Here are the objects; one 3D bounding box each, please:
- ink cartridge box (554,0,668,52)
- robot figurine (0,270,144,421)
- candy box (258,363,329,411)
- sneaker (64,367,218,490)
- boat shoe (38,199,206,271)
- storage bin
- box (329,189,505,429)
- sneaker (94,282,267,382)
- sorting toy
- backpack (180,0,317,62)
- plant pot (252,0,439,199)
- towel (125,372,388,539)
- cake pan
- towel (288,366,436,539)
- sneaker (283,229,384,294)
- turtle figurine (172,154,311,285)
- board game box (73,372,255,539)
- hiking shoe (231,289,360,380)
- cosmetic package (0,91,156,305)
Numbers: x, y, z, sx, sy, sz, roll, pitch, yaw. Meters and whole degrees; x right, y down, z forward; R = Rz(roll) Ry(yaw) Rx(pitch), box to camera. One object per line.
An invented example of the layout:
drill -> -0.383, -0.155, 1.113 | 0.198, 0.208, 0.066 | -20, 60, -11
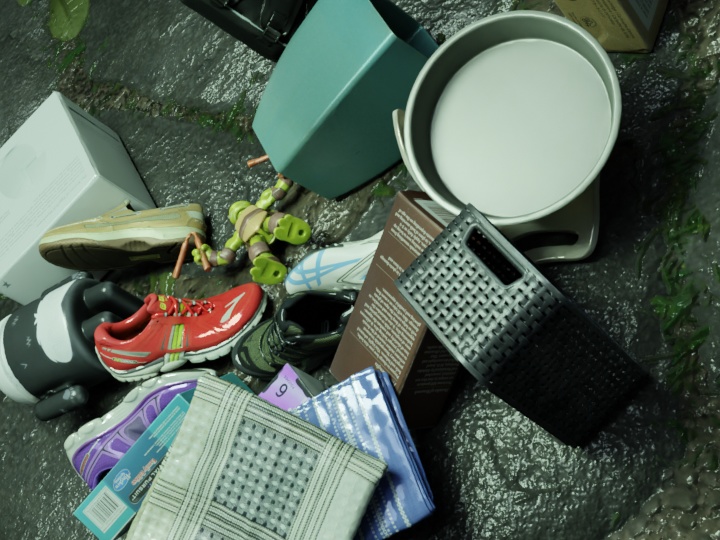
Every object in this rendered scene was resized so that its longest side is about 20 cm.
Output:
ink cartridge box -> 0.234, -0.328, 1.085 | 0.075, 0.200, 0.165 | 11, 74, 40
robot figurine -> -0.346, 0.085, 1.357 | 0.199, 0.125, 0.150 | -25, 13, 24
candy box -> -0.077, 0.222, 1.109 | 0.200, 0.071, 0.168 | -48, 48, 6
sneaker -> -0.230, 0.175, 1.266 | 0.200, 0.081, 0.084 | -36, 76, 14
boat shoe -> -0.283, -0.048, 1.376 | 0.199, 0.072, 0.077 | -2, 64, -3
storage bin -> 0.135, 0.049, 0.953 | 0.094, 0.200, 0.135 | -46, 48, 6
box -> 0.053, 0.039, 1.059 | 0.100, 0.075, 0.201 | 44, 121, 42
sneaker -> -0.199, 0.057, 1.258 | 0.199, 0.085, 0.077 | -23, 34, 2
sorting toy -> 0.150, -0.085, 1.093 | 0.199, 0.107, 0.181 | -14, 70, 20
backpack -> -0.109, -0.371, 1.383 | 0.201, 0.177, 0.150 | -62, 17, -8
plant pot -> -0.014, -0.188, 1.243 | 0.200, 0.141, 0.142 | -45, 47, 18
towel -> -0.099, 0.216, 1.000 | 0.192, 0.035, 0.201 | 26, 95, 12
cake pan -> 0.138, -0.134, 1.032 | 0.199, 0.037, 0.201 | -6, 75, 22
towel -> -0.039, 0.192, 1.033 | 0.199, 0.024, 0.145 | -30, 66, 17
sneaker -> 0.000, 0.000, 1.178 | 0.199, 0.072, 0.073 | -20, 84, 36
turtle figurine -> -0.120, -0.039, 1.286 | 0.200, 0.064, 0.161 | -46, 33, -1
board game box -> -0.184, 0.180, 1.137 | 0.047, 0.200, 0.151 | 42, 96, 5
hiking shoe -> -0.063, 0.055, 1.170 | 0.199, 0.101, 0.076 | -19, 55, 28
cosmetic package -> -0.390, -0.082, 1.477 | 0.199, 0.123, 0.200 | -43, 47, 10
